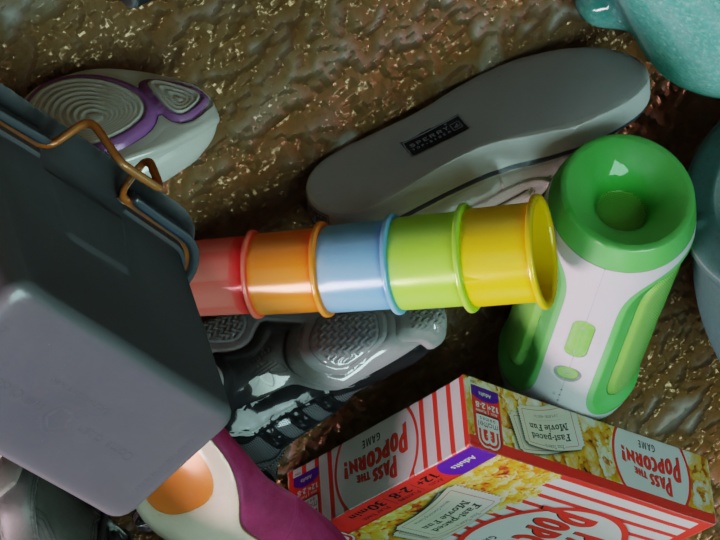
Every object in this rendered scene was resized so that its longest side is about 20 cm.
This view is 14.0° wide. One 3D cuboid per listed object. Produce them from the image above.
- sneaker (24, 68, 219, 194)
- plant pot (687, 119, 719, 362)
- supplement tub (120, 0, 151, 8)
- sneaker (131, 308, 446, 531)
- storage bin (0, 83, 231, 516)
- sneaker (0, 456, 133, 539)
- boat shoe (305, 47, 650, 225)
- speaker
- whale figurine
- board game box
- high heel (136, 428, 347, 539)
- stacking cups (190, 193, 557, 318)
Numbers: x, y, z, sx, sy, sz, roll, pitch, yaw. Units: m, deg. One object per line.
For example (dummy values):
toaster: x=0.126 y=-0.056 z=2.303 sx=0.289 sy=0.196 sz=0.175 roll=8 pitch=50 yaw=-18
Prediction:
sneaker: x=-0.160 y=-0.033 z=1.472 sx=0.199 sy=0.075 sz=0.100 roll=-26 pitch=137 yaw=-4
plant pot: x=0.270 y=-0.005 z=1.627 sx=0.200 sy=0.200 sz=0.188 roll=-44 pitch=144 yaw=2
supplement tub: x=-0.038 y=-0.199 z=1.405 sx=0.199 sy=0.107 sz=0.107 roll=-27 pitch=130 yaw=-12
sneaker: x=-0.044 y=0.079 z=1.605 sx=0.199 sy=0.076 sz=0.114 roll=-18 pitch=128 yaw=-13
storage bin: x=-0.145 y=0.016 z=1.372 sx=0.145 sy=0.135 sz=0.200 roll=-42 pitch=136 yaw=13
sneaker: x=-0.125 y=0.156 z=1.507 sx=0.079 sy=0.076 sz=0.200 roll=-6 pitch=141 yaw=24
boat shoe: x=0.068 y=-0.055 z=1.586 sx=0.199 sy=0.072 sz=0.066 roll=-27 pitch=134 yaw=-12
speaker: x=0.128 y=0.010 z=1.608 sx=0.088 sy=0.089 sz=0.200 roll=-20 pitch=154 yaw=-18
whale figurine: x=0.173 y=-0.162 z=1.539 sx=0.199 sy=0.104 sz=0.159 roll=29 pitch=137 yaw=-36
board game box: x=0.082 y=0.130 z=1.680 sx=0.199 sy=0.047 sz=0.151 roll=19 pitch=144 yaw=-37
high heel: x=-0.062 y=0.114 z=1.552 sx=0.067 sy=0.096 sz=0.200 roll=-22 pitch=115 yaw=30
stacking cups: x=0.000 y=0.000 z=1.522 sx=0.198 sy=0.061 sz=0.061 roll=-6 pitch=130 yaw=14
